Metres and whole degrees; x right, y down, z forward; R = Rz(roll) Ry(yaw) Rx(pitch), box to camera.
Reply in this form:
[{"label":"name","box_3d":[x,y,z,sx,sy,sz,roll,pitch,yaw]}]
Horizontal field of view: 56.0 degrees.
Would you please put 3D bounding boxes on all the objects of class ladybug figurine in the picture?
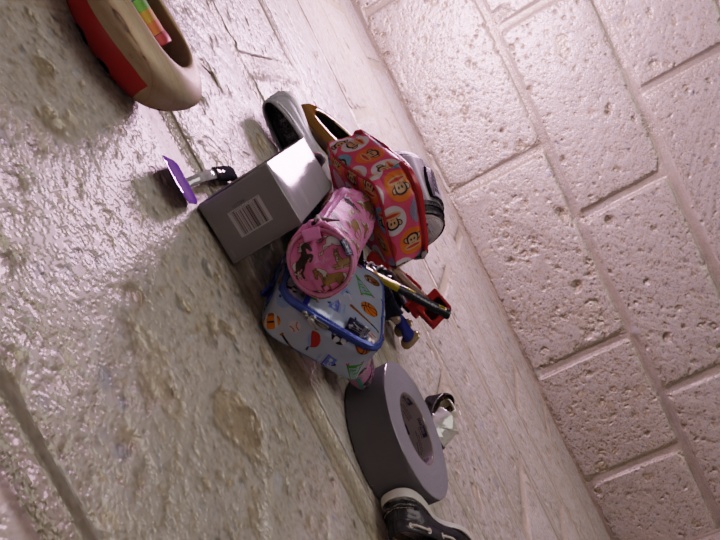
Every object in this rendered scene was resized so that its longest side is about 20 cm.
[{"label":"ladybug figurine","box_3d":[-0.247,-0.257,0.721,0.203,0.071,0.136,60,16,-19]}]

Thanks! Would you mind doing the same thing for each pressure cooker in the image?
[{"label":"pressure cooker","box_3d":[0.086,-0.122,1.427,0.172,0.179,0.204,0,58,-29]}]

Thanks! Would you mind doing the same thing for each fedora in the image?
[{"label":"fedora","box_3d":[-0.053,-0.213,1.230,0.200,0.082,0.202,40,17,-15]}]

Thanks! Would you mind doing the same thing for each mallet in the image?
[{"label":"mallet","box_3d":[0.050,0.017,1.028,0.196,0.042,0.066,25,27,-18]}]

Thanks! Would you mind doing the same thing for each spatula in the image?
[{"label":"spatula","box_3d":[-0.183,-0.111,0.803,0.057,0.020,0.200,62,15,-5]}]

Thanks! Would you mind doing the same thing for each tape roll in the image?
[{"label":"tape roll","box_3d":[0.054,0.237,0.967,0.202,0.065,0.202,57,17,-27]}]

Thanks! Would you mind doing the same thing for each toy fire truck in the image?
[{"label":"toy fire truck","box_3d":[0.080,0.027,1.229,0.200,0.049,0.141,46,-6,17]}]

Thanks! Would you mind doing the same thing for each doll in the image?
[{"label":"doll","box_3d":[0.042,0.058,1.216,0.201,0.048,0.137,51,5,-35]}]

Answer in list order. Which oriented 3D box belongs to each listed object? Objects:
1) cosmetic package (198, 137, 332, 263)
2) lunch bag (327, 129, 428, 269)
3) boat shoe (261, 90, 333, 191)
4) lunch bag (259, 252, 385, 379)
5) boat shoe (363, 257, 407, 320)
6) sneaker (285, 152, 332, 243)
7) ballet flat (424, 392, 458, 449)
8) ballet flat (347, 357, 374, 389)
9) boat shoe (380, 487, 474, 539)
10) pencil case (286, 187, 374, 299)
[{"label":"cosmetic package","box_3d":[-0.112,-0.095,0.856,0.091,0.105,0.201,57,15,-15]},{"label":"lunch bag","box_3d":[0.024,-0.095,1.001,0.200,0.080,0.179,48,-23,49]},{"label":"boat shoe","box_3d":[-0.106,-0.195,1.123,0.071,0.069,0.204,-40,106,-54]},{"label":"lunch bag","box_3d":[-0.046,0.039,0.861,0.158,0.076,0.201,33,23,-12]},{"label":"boat shoe","box_3d":[0.000,0.000,1.076,0.202,0.091,0.075,57,33,-25]},{"label":"sneaker","box_3d":[-0.078,-0.101,1.018,0.070,0.081,0.204,44,26,-51]},{"label":"ballet flat","box_3d":[0.136,0.264,1.186,0.069,0.067,0.200,61,16,-10]},{"label":"ballet flat","box_3d":[-0.013,0.091,0.978,0.202,0.067,0.072,-101,176,-52]},{"label":"boat shoe","box_3d":[0.096,0.363,0.900,0.201,0.073,0.061,51,20,-33]},{"label":"pencil case","box_3d":[-0.031,-0.041,0.829,0.082,0.087,0.200,36,20,-4]}]
